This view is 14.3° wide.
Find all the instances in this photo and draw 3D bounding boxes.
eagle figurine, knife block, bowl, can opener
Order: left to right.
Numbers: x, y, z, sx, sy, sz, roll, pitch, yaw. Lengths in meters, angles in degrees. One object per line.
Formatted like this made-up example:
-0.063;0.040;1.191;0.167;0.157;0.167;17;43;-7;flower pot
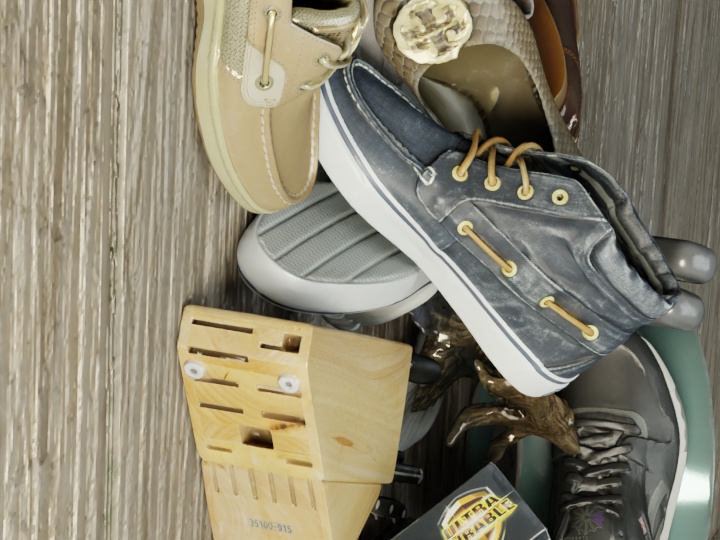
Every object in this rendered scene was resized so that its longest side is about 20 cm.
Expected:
-0.016;0.050;1.370;0.176;0.064;0.200;-64;154;-44;knife block
0.070;0.002;1.552;0.152;0.151;0.200;-50;-132;40;eagle figurine
0.126;0.111;1.688;0.201;0.105;0.202;-176;-90;-76;bowl
0.136;0.004;1.623;0.067;0.200;0.054;19;84;-35;can opener

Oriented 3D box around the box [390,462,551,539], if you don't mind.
0.029;0.185;1.428;0.159;0.046;0.200;-37;158;-3;box

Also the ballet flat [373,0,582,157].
0.064;-0.073;1.379;0.200;0.067;0.046;57;19;-45;ballet flat

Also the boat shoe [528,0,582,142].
0.077;-0.141;1.494;0.070;0.070;0.201;61;23;-56;boat shoe

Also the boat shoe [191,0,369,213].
-0.032;-0.106;1.245;0.072;0.065;0.200;-59;152;-48;boat shoe

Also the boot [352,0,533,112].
0.036;-0.122;1.396;0.074;0.095;0.200;-63;154;-43;boot

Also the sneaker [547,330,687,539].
0.136;0.128;1.559;0.088;0.075;0.201;-2;91;-76;sneaker

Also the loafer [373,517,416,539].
0.028;0.177;1.574;0.070;0.068;0.201;-45;166;2;loafer

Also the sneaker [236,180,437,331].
0.000;0.000;1.387;0.200;0.073;0.071;-13;144;-56;sneaker

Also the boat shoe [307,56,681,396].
0.060;-0.039;1.337;0.200;0.091;0.071;49;29;-13;boat shoe
